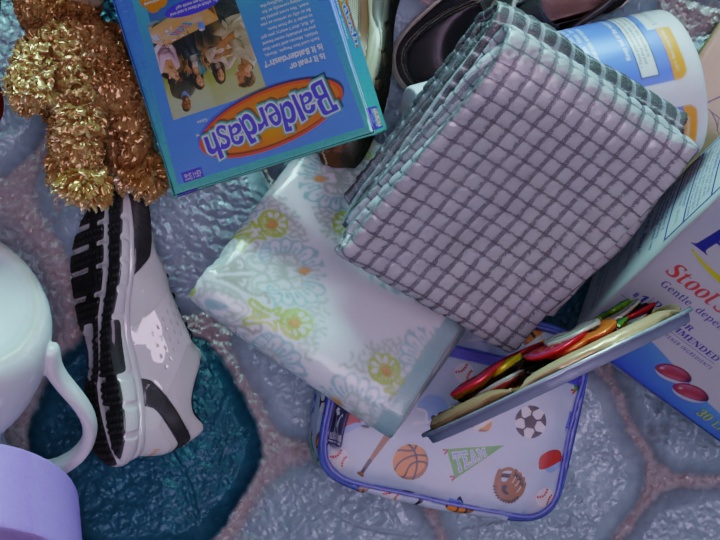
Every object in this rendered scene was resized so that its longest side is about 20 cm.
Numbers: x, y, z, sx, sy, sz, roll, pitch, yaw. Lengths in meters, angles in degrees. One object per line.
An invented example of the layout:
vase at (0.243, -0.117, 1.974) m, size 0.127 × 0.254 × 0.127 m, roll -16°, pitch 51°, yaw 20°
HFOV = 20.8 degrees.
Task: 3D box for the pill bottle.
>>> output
pill bottle at (0.135, -0.111, 1.389) m, size 0.199 × 0.112 × 0.113 m, roll -13°, pitch 95°, yaw -11°

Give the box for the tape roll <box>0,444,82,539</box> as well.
tape roll at (-0.289, 0.192, 1.335) m, size 0.199 × 0.201 × 0.066 m, roll -6°, pitch 56°, yaw -7°

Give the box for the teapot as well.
teapot at (-0.308, 0.067, 1.352) m, size 0.197 × 0.200 × 0.147 m, roll -16°, pitch 140°, yaw -40°

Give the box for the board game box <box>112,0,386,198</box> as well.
board game box at (-0.084, -0.167, 1.330) m, size 0.151 × 0.045 × 0.201 m, roll -16°, pitch 94°, yaw 13°

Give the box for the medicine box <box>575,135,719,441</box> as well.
medicine box at (0.286, 0.013, 1.391) m, size 0.182 × 0.103 × 0.200 m, roll 35°, pitch 132°, yaw -7°

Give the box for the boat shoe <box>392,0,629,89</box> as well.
boat shoe at (0.114, -0.189, 1.426) m, size 0.199 × 0.068 × 0.072 m, roll -25°, pitch 96°, yaw -2°

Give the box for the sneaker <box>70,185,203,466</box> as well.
sneaker at (-0.159, 0.038, 1.415) m, size 0.080 × 0.074 × 0.201 m, roll -2°, pitch 89°, yaw -35°

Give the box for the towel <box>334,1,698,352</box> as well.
towel at (0.098, -0.060, 1.296) m, size 0.165 × 0.086 × 0.200 m, roll 28°, pitch 117°, yaw -23°

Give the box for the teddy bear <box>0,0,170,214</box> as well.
teddy bear at (-0.188, -0.137, 1.366) m, size 0.144 × 0.067 × 0.201 m, roll 6°, pitch 74°, yaw -32°

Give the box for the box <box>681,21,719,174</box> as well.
box at (0.295, -0.086, 1.476) m, size 0.163 × 0.021 × 0.200 m, roll 36°, pitch 90°, yaw -7°

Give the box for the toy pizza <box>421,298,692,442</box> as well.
toy pizza at (0.127, 0.061, 1.310) m, size 0.199 × 0.200 × 0.032 m, roll -25°, pitch 86°, yaw -5°

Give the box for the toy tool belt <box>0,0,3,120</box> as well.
toy tool belt at (-0.318, -0.188, 1.361) m, size 0.122 × 0.125 × 0.201 m, roll -7°, pitch 92°, yaw 25°

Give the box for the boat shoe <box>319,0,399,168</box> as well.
boat shoe at (-0.013, -0.171, 1.401) m, size 0.073 × 0.076 × 0.201 m, roll 7°, pitch 72°, yaw 6°

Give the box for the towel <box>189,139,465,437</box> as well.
towel at (0.000, 0.000, 1.376) m, size 0.171 × 0.048 × 0.200 m, roll 32°, pitch 54°, yaw 5°

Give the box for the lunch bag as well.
lunch bag at (0.061, 0.091, 1.434) m, size 0.199 × 0.076 × 0.161 m, roll 14°, pitch 90°, yaw -9°
